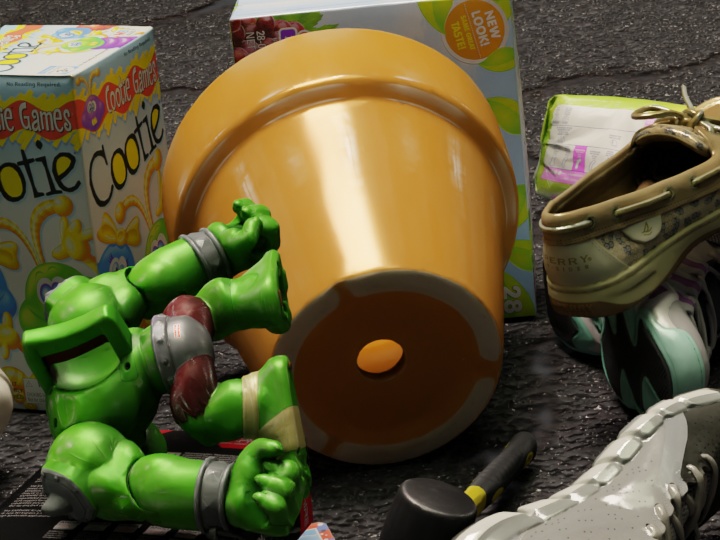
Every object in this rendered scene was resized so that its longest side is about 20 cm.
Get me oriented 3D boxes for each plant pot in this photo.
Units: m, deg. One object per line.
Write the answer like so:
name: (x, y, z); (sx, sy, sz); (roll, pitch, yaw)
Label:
plant pot: (0.000, 0.000, 1.379); (0.198, 0.201, 0.184); (-8, 35, -6)

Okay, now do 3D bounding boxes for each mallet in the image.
mallet: (0.049, 0.123, 1.231); (0.041, 0.066, 0.200); (22, 11, 14)

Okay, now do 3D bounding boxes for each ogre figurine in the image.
ogre figurine: (-0.089, 0.048, 1.172); (0.119, 0.098, 0.201); (-9, 62, 3)

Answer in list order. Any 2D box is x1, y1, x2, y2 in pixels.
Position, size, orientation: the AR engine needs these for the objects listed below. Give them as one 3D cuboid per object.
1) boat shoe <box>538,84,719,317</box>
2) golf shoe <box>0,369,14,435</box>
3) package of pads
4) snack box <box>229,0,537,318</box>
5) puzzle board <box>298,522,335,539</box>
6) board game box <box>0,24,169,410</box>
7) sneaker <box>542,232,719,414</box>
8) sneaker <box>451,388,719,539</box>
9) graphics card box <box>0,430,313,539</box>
boat shoe: (0.163, -0.049, 1.365); (0.073, 0.063, 0.200); (2, 32, 37)
golf shoe: (-0.234, 0.116, 1.304); (0.097, 0.079, 0.200); (26, 39, 27)
package of pads: (0.220, -0.053, 1.528); (0.199, 0.069, 0.154); (10, -4, 39)
snack box: (0.016, -0.069, 1.521); (0.167, 0.202, 0.068); (-4, 20, 3)
puzzle board: (-0.097, 0.163, 1.181); (0.198, 0.018, 0.151); (-9, 20, -11)
board game box: (-0.173, -0.031, 1.471); (0.102, 0.202, 0.105); (2, 21, 23)
sneaker: (0.193, 0.016, 1.413); (0.139, 0.078, 0.200); (-11, 20, -11)
sneaker: (0.138, 0.130, 1.140); (0.199, 0.076, 0.115); (-30, 33, -28)
graphics card box: (-0.112, 0.133, 1.173); (0.124, 0.051, 0.200); (1, 19, 19)
